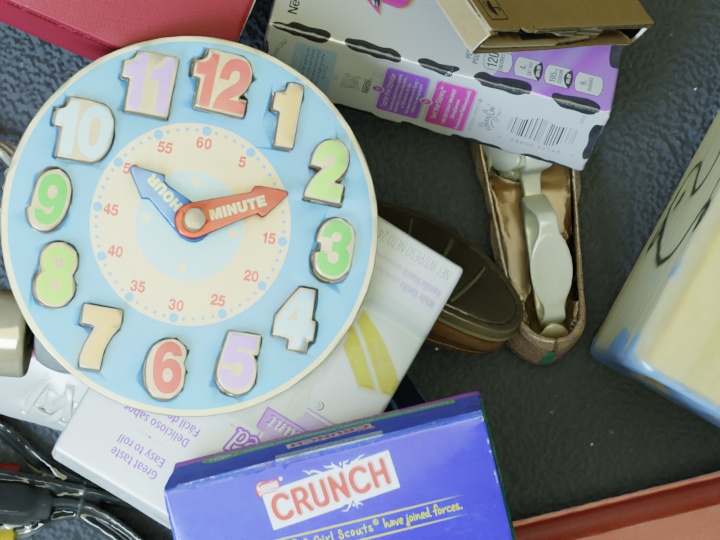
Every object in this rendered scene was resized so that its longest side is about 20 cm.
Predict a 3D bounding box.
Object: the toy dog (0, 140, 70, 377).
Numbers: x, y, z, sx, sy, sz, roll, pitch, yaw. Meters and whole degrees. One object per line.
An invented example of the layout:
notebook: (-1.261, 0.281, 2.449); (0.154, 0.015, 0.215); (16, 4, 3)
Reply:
toy dog: (-0.158, -0.023, 1.498); (0.131, 0.096, 0.201); (-10, 65, -12)

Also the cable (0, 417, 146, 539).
cable: (-0.185, 0.136, 1.572); (0.199, 0.050, 0.098); (8, 63, -14)

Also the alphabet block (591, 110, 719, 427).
alphabet block: (0.268, 0.009, 1.493); (0.196, 0.195, 0.201); (29, 88, -3)

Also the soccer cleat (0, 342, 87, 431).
soccer cleat: (-0.142, 0.074, 1.535); (0.198, 0.070, 0.087); (1, 49, -2)

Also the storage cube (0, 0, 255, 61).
storage cube: (-0.146, -0.212, 1.480); (0.179, 0.200, 0.172); (23, 89, -17)

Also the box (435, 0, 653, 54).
box: (0.060, -0.203, 1.444); (0.021, 0.163, 0.201); (-44, 69, 33)

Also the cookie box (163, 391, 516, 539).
cookie box: (0.005, 0.180, 1.359); (0.170, 0.075, 0.201); (-13, 97, 0)

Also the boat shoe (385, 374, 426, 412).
boat shoe: (-0.007, 0.070, 1.511); (0.084, 0.069, 0.200); (-36, 116, 26)

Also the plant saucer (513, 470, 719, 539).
plant saucer: (0.164, 0.234, 1.562); (0.199, 0.037, 0.201); (-14, 82, 0)

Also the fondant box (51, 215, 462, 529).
fondant box: (-0.055, 0.050, 1.435); (0.144, 0.058, 0.201); (31, 80, -4)

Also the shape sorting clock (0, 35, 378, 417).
shape sorting clock: (-0.089, -0.024, 1.392); (0.198, 0.039, 0.202); (1, 81, -7)

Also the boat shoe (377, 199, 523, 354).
boat shoe: (0.000, 0.000, 1.552); (0.199, 0.072, 0.068); (29, 127, 10)

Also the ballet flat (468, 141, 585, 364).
ballet flat: (0.104, -0.045, 1.557); (0.068, 0.067, 0.201); (-10, 90, -5)

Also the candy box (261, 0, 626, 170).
candy box: (0.055, -0.167, 1.523); (0.199, 0.072, 0.169); (14, 64, -2)
